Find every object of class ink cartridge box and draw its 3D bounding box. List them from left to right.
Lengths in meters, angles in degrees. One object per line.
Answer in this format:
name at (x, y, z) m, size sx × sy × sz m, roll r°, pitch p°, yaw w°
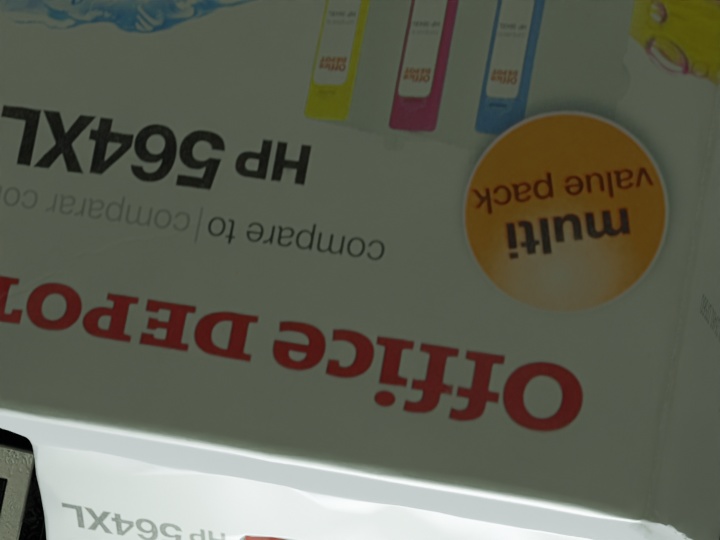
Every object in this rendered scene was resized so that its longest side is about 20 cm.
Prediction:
ink cartridge box at (0.011, -0.031, 0.390) m, size 0.129 × 0.200 × 0.125 m, roll 8°, pitch 171°, yaw 15°

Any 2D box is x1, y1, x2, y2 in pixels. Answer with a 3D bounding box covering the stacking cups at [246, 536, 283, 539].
stacking cups at (-0.058, 0.063, 1.108) m, size 0.060 × 0.200 × 0.061 m, roll -19°, pitch 164°, yaw -6°
